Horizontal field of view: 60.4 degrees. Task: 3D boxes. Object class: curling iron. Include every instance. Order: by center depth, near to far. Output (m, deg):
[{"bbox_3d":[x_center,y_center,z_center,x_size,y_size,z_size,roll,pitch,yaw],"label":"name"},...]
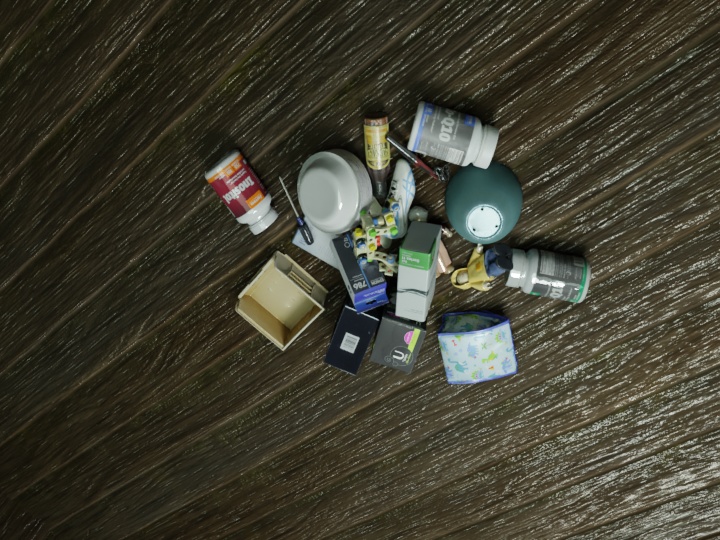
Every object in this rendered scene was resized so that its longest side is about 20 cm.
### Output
[{"bbox_3d":[0.141,-0.276,1.511,0.197,0.026,0.050,29,135,-19],"label":"curling iron"}]

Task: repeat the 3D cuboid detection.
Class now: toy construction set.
[{"bbox_3d":[0.045,-0.075,1.530,0.128,0.093,0.204,-19,131,-11],"label":"toy construction set"}]

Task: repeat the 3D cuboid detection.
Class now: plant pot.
[{"bbox_3d":[0.301,-0.147,1.510,0.193,0.136,0.205,4,119,8],"label":"plant pot"}]

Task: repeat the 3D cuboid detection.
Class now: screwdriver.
[{"bbox_3d":[-0.175,-0.154,1.635,0.029,0.028,0.203,-32,114,-6],"label":"screwdriver"}]

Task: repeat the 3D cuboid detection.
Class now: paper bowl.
[{"bbox_3d":[-0.075,-0.192,1.534,0.196,0.104,0.207,11,111,30],"label":"paper bowl"}]

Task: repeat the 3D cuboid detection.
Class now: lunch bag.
[{"bbox_3d":[0.326,0.209,1.707,0.194,0.128,0.174,-5,118,24],"label":"lunch bag"}]

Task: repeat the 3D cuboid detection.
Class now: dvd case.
[{"bbox_3d":[-0.077,-0.087,1.683,0.196,0.018,0.144,29,120,-6],"label":"dvd case"}]

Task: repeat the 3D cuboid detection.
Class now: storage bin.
[{"bbox_3d":[-0.226,0.083,1.761,0.198,0.094,0.200,40,119,-12],"label":"storage bin"}]

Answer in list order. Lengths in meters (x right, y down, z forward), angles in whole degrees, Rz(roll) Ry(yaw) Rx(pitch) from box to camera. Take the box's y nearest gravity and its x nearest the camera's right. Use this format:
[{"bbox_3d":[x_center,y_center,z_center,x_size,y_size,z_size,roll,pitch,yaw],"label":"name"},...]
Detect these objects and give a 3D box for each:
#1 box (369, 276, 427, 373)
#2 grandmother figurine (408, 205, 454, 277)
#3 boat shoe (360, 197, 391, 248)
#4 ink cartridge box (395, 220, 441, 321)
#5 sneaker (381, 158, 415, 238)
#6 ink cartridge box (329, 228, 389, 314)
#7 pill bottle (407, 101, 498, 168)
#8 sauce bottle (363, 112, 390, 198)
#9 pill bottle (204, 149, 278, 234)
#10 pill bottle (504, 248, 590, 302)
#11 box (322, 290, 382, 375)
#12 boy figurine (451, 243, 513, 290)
[{"bbox_3d":[0.108,0.145,1.669,0.121,0.201,0.152,17,121,1],"label":"box"},{"bbox_3d":[0.182,-0.081,1.615,0.119,0.061,0.203,-25,114,12],"label":"grandmother figurine"},{"bbox_3d":[0.019,-0.145,1.603,0.061,0.071,0.203,-13,114,38],"label":"boat shoe"},{"bbox_3d":[0.145,0.002,1.558,0.081,0.148,0.205,10,123,13],"label":"ink cartridge box"},{"bbox_3d":[0.091,-0.177,1.552,0.071,0.072,0.206,-6,113,-31],"label":"sneaker"},{"bbox_3d":[0.000,0.000,1.595,0.204,0.097,0.039,66,159,14],"label":"ink cartridge box"},{"bbox_3d":[0.216,-0.313,1.447,0.194,0.115,0.116,16,121,1],"label":"pill bottle"},{"bbox_3d":[0.044,-0.282,1.526,0.064,0.067,0.205,-1,119,11],"label":"sauce bottle"},{"bbox_3d":[-0.304,-0.201,1.609,0.111,0.114,0.202,-28,111,23],"label":"pill bottle"},{"bbox_3d":[0.473,0.009,1.575,0.194,0.114,0.116,11,121,5],"label":"pill bottle"},{"bbox_3d":[-0.012,0.142,1.701,0.101,0.184,0.204,20,122,-3],"label":"box"},{"bbox_3d":[0.310,-0.008,1.604,0.063,0.128,0.199,6,159,-29],"label":"boy figurine"}]
